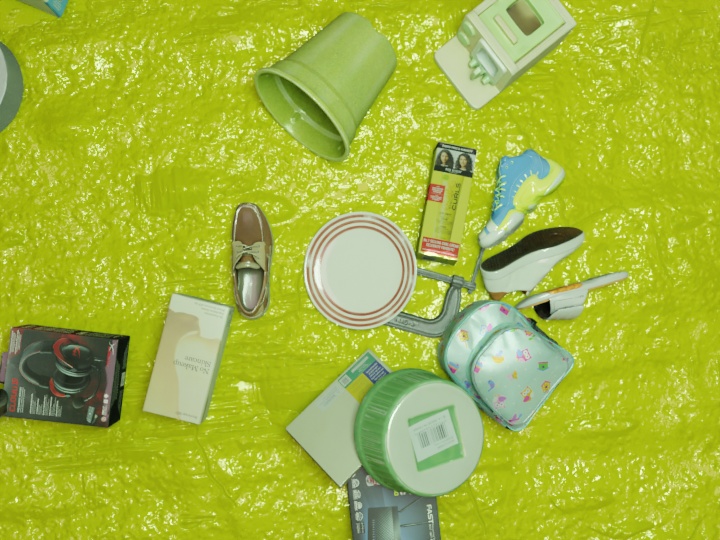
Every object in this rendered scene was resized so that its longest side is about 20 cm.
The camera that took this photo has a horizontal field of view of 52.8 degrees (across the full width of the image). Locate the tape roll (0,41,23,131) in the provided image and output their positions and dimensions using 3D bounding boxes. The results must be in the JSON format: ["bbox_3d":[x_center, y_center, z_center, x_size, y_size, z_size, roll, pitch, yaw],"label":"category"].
[{"bbox_3d":[-0.685,-0.320,1.230,0.198,0.066,0.202,0,87,-3],"label":"tape roll"}]

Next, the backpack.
[{"bbox_3d":[0.232,0.148,1.208,0.200,0.153,0.176,40,93,4],"label":"backpack"}]

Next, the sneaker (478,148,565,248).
[{"bbox_3d":[0.256,-0.132,1.263,0.200,0.076,0.105,-42,78,-10],"label":"sneaker"}]

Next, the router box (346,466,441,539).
[{"bbox_3d":[0.053,0.382,1.234,0.149,0.062,0.202,-7,88,-3],"label":"router box"}]

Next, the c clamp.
[{"bbox_3d":[0.106,0.027,1.271,0.198,0.027,0.172,10,93,-3],"label":"c clamp"}]

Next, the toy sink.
[{"bbox_3d":[0.243,-0.395,1.244,0.200,0.112,0.131,-38,89,-3],"label":"toy sink"}]

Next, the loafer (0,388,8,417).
[{"bbox_3d":[-0.624,0.236,1.173,0.073,0.199,0.072,-12,91,-47],"label":"loafer"}]

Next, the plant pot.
[{"bbox_3d":[-0.042,-0.317,1.206,0.200,0.200,0.185,40,75,0],"label":"plant pot"}]

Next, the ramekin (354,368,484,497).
[{"bbox_3d":[0.099,0.259,1.152,0.198,0.098,0.202,1,86,-21],"label":"ramekin"}]

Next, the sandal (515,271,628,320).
[{"bbox_3d":[0.372,0.052,1.250,0.205,0.079,0.060,-15,86,-5],"label":"sandal"}]

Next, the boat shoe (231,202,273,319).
[{"bbox_3d":[-0.185,-0.017,1.234,0.075,0.072,0.202,-6,88,-2],"label":"boat shoe"}]

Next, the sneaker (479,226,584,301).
[{"bbox_3d":[0.302,-0.010,1.266,0.199,0.073,0.085,-23,120,-9],"label":"sneaker"}]

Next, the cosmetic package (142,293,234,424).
[{"bbox_3d":[-0.288,0.146,1.225,0.104,0.071,0.202,13,87,-2],"label":"cosmetic package"}]

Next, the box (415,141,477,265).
[{"bbox_3d":[0.146,-0.115,1.247,0.075,0.050,0.202,12,80,-1],"label":"box"}]

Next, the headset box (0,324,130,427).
[{"bbox_3d":[-0.501,0.174,1.214,0.198,0.075,0.150,7,89,-2],"label":"headset box"}]

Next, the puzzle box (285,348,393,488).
[{"bbox_3d":[-0.008,0.244,1.211,0.200,0.025,0.133,-41,71,-18],"label":"puzzle box"}]

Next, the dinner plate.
[{"bbox_3d":[0.000,0.000,1.250,0.198,0.024,0.202,0,88,14],"label":"dinner plate"}]

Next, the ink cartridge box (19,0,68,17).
[{"bbox_3d":[-0.542,-0.559,1.213,0.124,0.129,0.201,21,87,-1],"label":"ink cartridge box"}]
